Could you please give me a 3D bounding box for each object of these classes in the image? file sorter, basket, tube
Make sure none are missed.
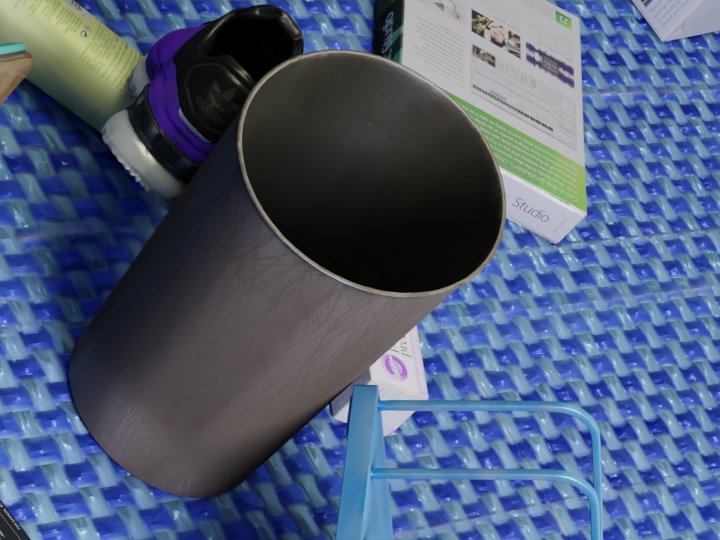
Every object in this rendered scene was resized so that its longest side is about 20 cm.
[{"bbox_3d":[0.051,0.172,1.267,0.122,0.139,0.200,0,41,6],"label":"file sorter"},{"bbox_3d":[-0.046,0.010,1.321,0.136,0.200,0.180,46,37,4],"label":"basket"},{"bbox_3d":[-0.126,-0.091,1.484,0.200,0.052,0.058,37,71,-15],"label":"tube"}]

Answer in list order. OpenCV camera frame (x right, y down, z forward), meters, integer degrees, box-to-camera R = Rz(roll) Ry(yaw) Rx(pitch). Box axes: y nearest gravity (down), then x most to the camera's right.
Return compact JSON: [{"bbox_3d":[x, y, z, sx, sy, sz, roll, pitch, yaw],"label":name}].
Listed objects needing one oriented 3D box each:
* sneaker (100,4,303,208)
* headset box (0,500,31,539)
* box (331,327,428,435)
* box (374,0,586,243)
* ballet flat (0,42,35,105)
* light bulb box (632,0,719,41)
[{"bbox_3d":[-0.068,-0.099,1.402,0.070,0.099,0.200,45,15,-12],"label":"sneaker"},{"bbox_3d":[-0.267,0.105,1.107,0.174,0.093,0.200,50,37,9],"label":"headset box"},{"bbox_3d":[0.000,0.000,1.513,0.039,0.041,0.200,20,41,-29],"label":"box"},{"bbox_3d":[0.075,-0.122,1.713,0.144,0.036,0.200,27,37,-21],"label":"box"},{"bbox_3d":[-0.244,-0.070,1.336,0.200,0.068,0.073,-10,92,-45],"label":"ballet flat"},{"bbox_3d":[0.252,-0.289,1.973,0.198,0.125,0.200,-15,66,-49],"label":"light bulb box"}]
